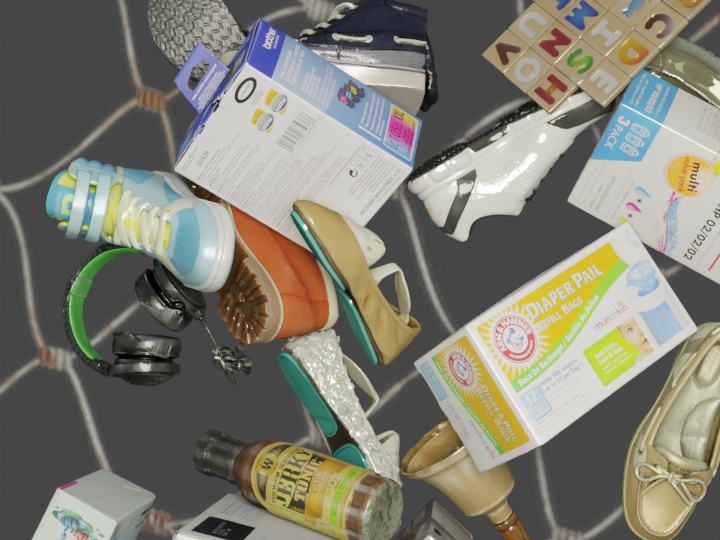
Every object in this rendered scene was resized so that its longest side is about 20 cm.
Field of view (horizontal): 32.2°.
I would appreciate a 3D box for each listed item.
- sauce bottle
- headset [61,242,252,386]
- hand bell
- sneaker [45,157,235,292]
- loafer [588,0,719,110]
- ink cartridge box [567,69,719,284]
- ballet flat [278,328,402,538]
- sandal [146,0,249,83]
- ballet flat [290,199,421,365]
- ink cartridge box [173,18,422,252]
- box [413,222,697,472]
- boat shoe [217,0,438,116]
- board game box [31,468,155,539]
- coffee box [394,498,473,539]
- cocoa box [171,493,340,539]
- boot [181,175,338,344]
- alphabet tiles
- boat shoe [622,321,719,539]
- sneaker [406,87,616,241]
[{"bbox_3d":[-0.060,0.185,1.085,0.198,0.065,0.066,12,88,32],"label":"sauce bottle"},{"bbox_3d":[-0.185,0.048,1.119,0.198,0.094,0.125,23,90,18],"label":"headset"},{"bbox_3d":[0.132,0.225,1.098,0.104,0.104,0.201,-34,98,3],"label":"hand bell"},{"bbox_3d":[-0.193,-0.039,1.060,0.129,0.200,0.080,8,102,-32],"label":"sneaker"},{"bbox_3d":[0.267,-0.171,1.101,0.200,0.075,0.070,41,95,16],"label":"loafer"},{"bbox_3d":[0.293,-0.069,1.063,0.199,0.068,0.116,29,134,6],"label":"ink cartridge box"},{"bbox_3d":[-0.002,0.141,1.115,0.071,0.072,0.202,-28,87,4],"label":"ballet flat"},{"bbox_3d":[-0.119,-0.191,1.155,0.200,0.045,0.075,43,95,-9],"label":"sandal"},{"bbox_3d":[0.000,0.000,1.076,0.063,0.201,0.069,-33,44,-6],"label":"ballet flat"},{"bbox_3d":[-0.066,-0.115,1.064,0.199,0.077,0.137,29,128,-17],"label":"ink cartridge box"},{"bbox_3d":[0.161,0.063,1.035,0.199,0.101,0.113,-31,84,-30],"label":"box"},{"bbox_3d":[-0.028,-0.198,1.120,0.197,0.075,0.094,7,67,-8],"label":"boat shoe"},{"bbox_3d":[-0.262,0.283,1.088,0.064,0.148,0.202,25,89,5],"label":"board game box"},{"bbox_3d":[0.049,0.269,1.032,0.080,0.200,0.114,43,92,5],"label":"coffee box"},{"bbox_3d":[-0.086,0.279,1.044,0.132,0.200,0.133,13,90,6],"label":"cocoa box"},{"bbox_3d":[-0.095,-0.019,1.129,0.075,0.106,0.201,-51,56,36],"label":"boot"},{"bbox_3d":[0.205,-0.233,1.083,0.200,0.008,0.167,-45,53,4],"label":"alphabet tiles"},{"bbox_3d":[0.283,0.141,1.084,0.073,0.063,0.202,25,90,6],"label":"boat shoe"},{"bbox_3d":[0.142,-0.099,1.115,0.199,0.074,0.081,-30,99,8],"label":"sneaker"}]
